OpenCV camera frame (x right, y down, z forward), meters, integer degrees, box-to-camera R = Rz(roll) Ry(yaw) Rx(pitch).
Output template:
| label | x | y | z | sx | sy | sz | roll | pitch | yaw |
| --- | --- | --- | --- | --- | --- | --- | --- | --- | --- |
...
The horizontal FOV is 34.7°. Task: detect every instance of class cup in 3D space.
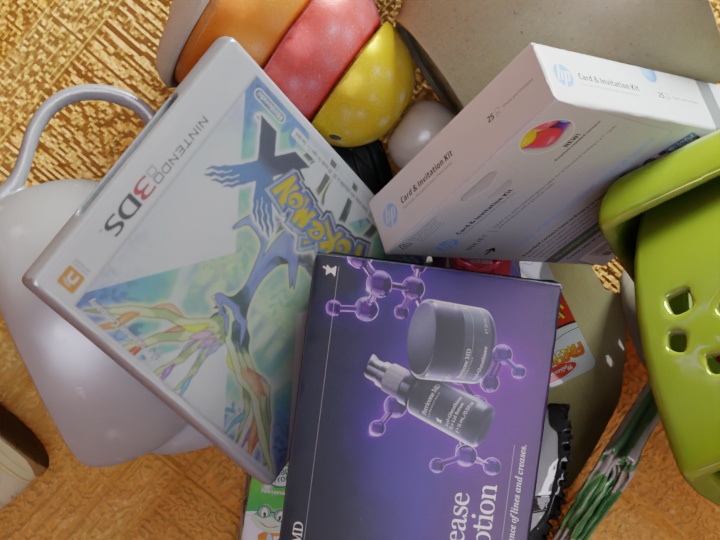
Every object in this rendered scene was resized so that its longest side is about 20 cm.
| label | x | y | z | sx | sy | sz | roll | pitch | yaw |
| --- | --- | --- | --- | --- | --- | --- | --- | --- | --- |
| cup | 0.108 | -0.157 | 0.725 | 0.143 | 0.200 | 0.201 | -35 | 103 | 3 |

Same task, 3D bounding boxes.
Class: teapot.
| label | x | y | z | sx | sy | sz | roll | pitch | yaw |
| --- | --- | --- | --- | --- | --- | --- | --- | --- | --- |
| teapot | -0.147 | 0.016 | 0.742 | 0.145 | 0.198 | 0.201 | -25 | 144 | -11 |

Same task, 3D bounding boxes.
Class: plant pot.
| label | x | y | z | sx | sy | sz | roll | pitch | yaw |
| --- | --- | --- | --- | --- | --- | --- | --- | --- | --- |
| plant pot | 0.257 | 0.014 | 0.668 | 0.198 | 0.200 | 0.182 | -26 | 64 | 15 |

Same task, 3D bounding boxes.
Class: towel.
| label | x | y | z | sx | sy | sz | roll | pitch | yaw |
| --- | --- | --- | --- | --- | --- | --- | --- | --- | --- |
| towel | 0.155 | 0.168 | 0.793 | 0.023 | 0.152 | 0.201 | 30 | 120 | 15 |

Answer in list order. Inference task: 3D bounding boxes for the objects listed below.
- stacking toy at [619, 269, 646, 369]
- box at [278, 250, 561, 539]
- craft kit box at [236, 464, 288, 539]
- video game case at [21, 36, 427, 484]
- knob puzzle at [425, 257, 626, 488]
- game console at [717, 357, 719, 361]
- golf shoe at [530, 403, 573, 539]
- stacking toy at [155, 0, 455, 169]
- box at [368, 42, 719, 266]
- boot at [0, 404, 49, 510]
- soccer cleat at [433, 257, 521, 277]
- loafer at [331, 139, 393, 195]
| label | x | y | z | sx | sy | sz | roll | pitch | yaw |
| --- | --- | --- | --- | --- | --- | --- | --- | --- | --- |
| stacking toy | 0.287 | 0.011 | 0.799 | 0.199 | 0.085 | 0.086 | -18 | 104 | 21 |
| box | 0.033 | 0.097 | 0.663 | 0.140 | 0.079 | 0.201 | 7 | 91 | 8 |
| craft kit box | -0.001 | 0.237 | 0.870 | 0.199 | 0.049 | 0.199 | 9 | 102 | -9 |
| video game case | -0.068 | -0.002 | 0.682 | 0.200 | 0.022 | 0.183 | 46 | 70 | -30 |
| knob puzzle | 0.103 | 0.068 | 0.844 | 0.218 | 0.030 | 0.221 | 0 | 91 | 1 |
| game console | 0.327 | -0.035 | 0.868 | 0.172 | 0.119 | 0.201 | -19 | 104 | 29 |
| golf shoe | 0.078 | 0.171 | 0.798 | 0.094 | 0.078 | 0.201 | 24 | 107 | 0 |
| stacking toy | -0.015 | -0.127 | 0.729 | 0.200 | 0.146 | 0.146 | 36 | 95 | -3 |
| box | 0.128 | -0.059 | 0.693 | 0.199 | 0.156 | 0.041 | 1 | 60 | -38 |
| boot | -0.338 | 0.124 | 0.791 | 0.200 | 0.073 | 0.156 | 43 | 91 | -18 |
| soccer cleat | 0.082 | 0.009 | 0.791 | 0.068 | 0.073 | 0.201 | -8 | 91 | 2 |
| loafer | 0.000 | 0.000 | 0.785 | 0.072 | 0.072 | 0.201 | -22 | 89 | 27 |
